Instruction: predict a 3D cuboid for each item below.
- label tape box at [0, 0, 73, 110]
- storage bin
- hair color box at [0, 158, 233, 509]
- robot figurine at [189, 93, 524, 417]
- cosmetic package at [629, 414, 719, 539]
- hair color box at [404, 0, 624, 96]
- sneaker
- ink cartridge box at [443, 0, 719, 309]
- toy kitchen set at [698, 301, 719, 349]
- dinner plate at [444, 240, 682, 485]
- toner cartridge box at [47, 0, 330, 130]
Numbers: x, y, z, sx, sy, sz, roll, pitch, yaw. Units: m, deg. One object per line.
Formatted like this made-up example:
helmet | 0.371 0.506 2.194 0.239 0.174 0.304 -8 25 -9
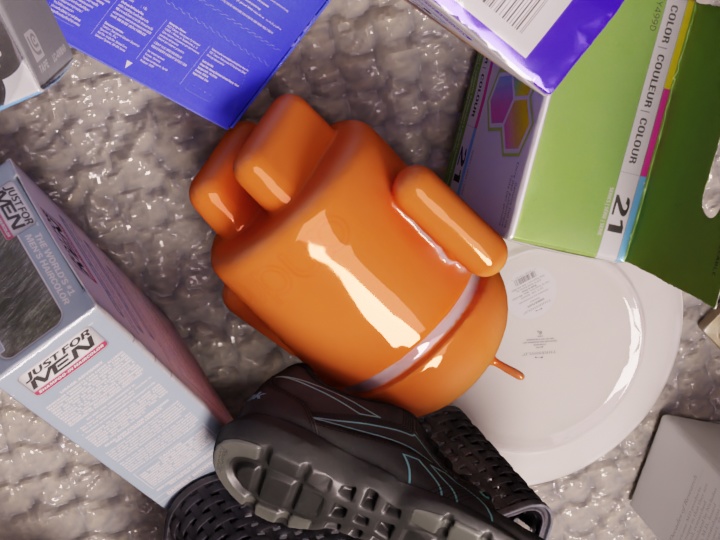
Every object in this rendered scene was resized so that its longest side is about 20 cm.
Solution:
label tape box | -0.227 -0.140 0.656 0.143 0.066 0.201 -21 110 12
storage bin | -0.005 0.173 0.917 0.199 0.094 0.136 -13 131 -29
hair color box | -0.134 0.039 0.817 0.061 0.099 0.200 -36 150 -1
robot figurine | -0.001 0.000 0.881 0.144 0.117 0.200 -42 108 7
cosmetic package | 0.251 0.165 0.970 0.101 0.200 0.074 12 106 -19
hair color box | 0.036 -0.160 0.789 0.109 0.200 0.065 36 99 -24
sneaker | 0.027 0.110 0.826 0.199 0.079 0.076 28 134 4
ink cartridge box | 0.125 -0.079 0.837 0.075 0.200 0.148 11 99 -19
toy kitchen set | 0.355 0.062 0.982 0.180 0.163 0.200 -46 115 4
dinner plate | 0.107 0.044 0.983 0.199 0.024 0.201 -5 110 -14
toner cartridge box | -0.099 -0.142 0.783 0.095 0.043 0.200 -52 151 7
